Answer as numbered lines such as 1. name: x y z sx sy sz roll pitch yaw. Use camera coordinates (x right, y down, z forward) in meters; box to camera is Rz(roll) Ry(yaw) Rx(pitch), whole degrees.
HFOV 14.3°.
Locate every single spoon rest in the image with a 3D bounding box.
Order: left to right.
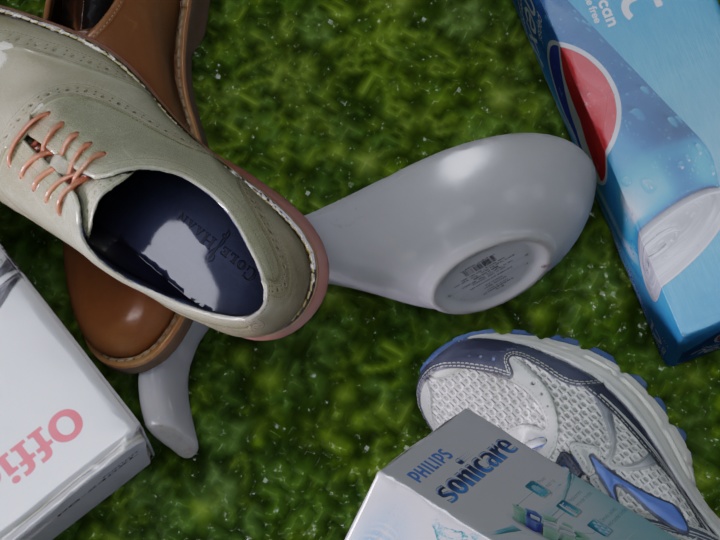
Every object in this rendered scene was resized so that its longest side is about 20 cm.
1. spoon rest: 0.000 0.000 1.121 0.200 0.099 0.061 -28 61 7

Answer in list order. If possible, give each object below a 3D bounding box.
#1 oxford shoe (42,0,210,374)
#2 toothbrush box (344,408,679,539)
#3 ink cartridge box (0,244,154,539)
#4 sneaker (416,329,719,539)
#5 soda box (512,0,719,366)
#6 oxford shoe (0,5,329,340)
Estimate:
1. oxford shoe: -0.101 -0.059 1.129 0.071 0.071 0.200 -11 72 28
2. toothbrush box: 0.075 0.167 1.014 0.200 0.085 0.147 33 114 14
3. ink cartridge box: -0.196 0.037 1.111 0.145 0.083 0.200 -38 80 -8
4. sneaker: 0.094 0.102 1.080 0.200 0.077 0.085 42 37 10
5. soda box: 0.117 -0.069 1.143 0.068 0.064 0.200 -21 77 -4
6. oxford shoe: -0.101 -0.043 1.061 0.200 0.074 0.071 30 96 7
